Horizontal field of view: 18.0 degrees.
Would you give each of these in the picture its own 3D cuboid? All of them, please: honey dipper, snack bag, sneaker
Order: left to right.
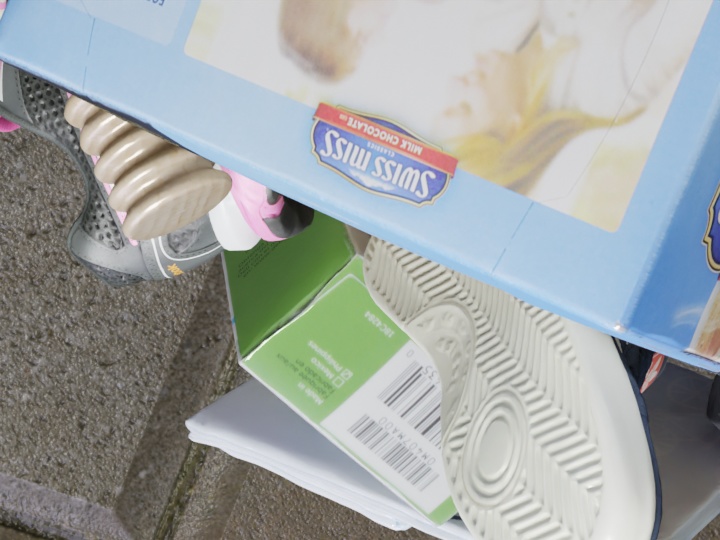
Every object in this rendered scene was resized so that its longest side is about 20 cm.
[{"bbox_3d":[-0.101,-0.104,0.707,0.201,0.038,0.038,62,-170,11],"label":"honey dipper"},{"bbox_3d":[-0.097,-0.086,0.756,0.201,0.086,0.080,65,-172,14],"label":"sneaker"},{"bbox_3d":[0.061,0.064,0.908,0.199,0.022,0.188,20,-152,26],"label":"snack bag"},{"bbox_3d":[0.067,0.031,0.693,0.084,0.075,0.200,20,-154,-25],"label":"sneaker"}]

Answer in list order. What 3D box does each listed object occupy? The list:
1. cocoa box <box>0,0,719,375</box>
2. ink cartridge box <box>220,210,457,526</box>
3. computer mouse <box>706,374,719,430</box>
[{"bbox_3d":[0.032,-0.070,0.587,0.199,0.134,0.131,24,-177,29],"label":"cocoa box"},{"bbox_3d":[0.000,0.000,0.874,0.104,0.059,0.200,42,-166,-24],"label":"ink cartridge box"},{"bbox_3d":[0.215,0.030,0.845,0.199,0.053,0.138,-5,-174,45],"label":"computer mouse"}]
